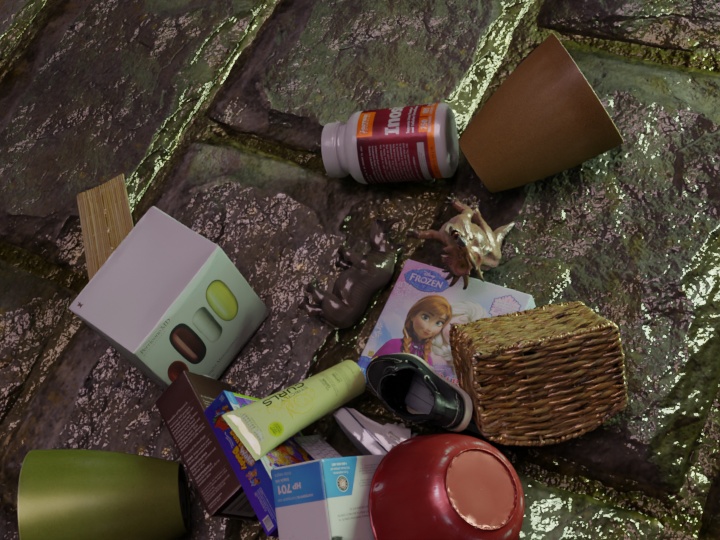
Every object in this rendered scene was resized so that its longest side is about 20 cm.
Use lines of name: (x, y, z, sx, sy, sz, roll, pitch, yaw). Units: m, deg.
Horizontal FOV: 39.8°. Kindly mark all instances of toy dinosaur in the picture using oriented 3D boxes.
toy dinosaur: (0.157, -0.032, 1.389, 0.136, 0.198, 0.086, 52, 122, 34)

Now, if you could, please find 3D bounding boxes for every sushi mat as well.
sushi mat: (-0.427, -0.069, 1.681, 0.095, 0.012, 0.202, -21, 57, 4)

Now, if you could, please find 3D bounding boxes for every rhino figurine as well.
rhino figurine: (0.000, 0.000, 1.464, 0.087, 0.060, 0.201, 37, 76, 12)

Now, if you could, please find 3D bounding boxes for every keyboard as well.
keyboard: (-0.008, 0.279, 1.312, 0.199, 0.056, 0.011, 37, 101, 32)

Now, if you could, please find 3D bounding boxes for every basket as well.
basket: (0.227, 0.135, 1.279, 0.197, 0.149, 0.145, -12, 101, -5)

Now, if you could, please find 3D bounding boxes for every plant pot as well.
plant pot: (-0.335, 0.322, 1.342, 0.197, 0.188, 0.189, -8, 57, -4)
plant pot: (0.248, -0.208, 1.445, 0.199, 0.186, 0.188, -34, 55, 13)

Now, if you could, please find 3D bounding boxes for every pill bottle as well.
pill bottle: (0.045, -0.192, 1.530, 0.197, 0.113, 0.114, -3, 60, 17)

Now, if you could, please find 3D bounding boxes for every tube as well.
tube: (-0.080, 0.178, 1.303, 0.199, 0.053, 0.058, -24, 17, -35)

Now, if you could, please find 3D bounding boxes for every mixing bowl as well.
mixing bowl: (0.118, 0.274, 1.178, 0.198, 0.109, 0.202, 12, 57, -19)

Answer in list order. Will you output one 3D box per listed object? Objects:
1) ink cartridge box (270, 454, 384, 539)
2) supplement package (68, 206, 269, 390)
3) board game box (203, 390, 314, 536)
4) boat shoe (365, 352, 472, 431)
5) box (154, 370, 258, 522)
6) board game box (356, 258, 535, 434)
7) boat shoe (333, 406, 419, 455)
ink cartridge box: (-0.023, 0.329, 1.191, 0.085, 0.146, 0.203, -15, 76, 31)
supplement package: (-0.270, 0.057, 1.442, 0.146, 0.200, 0.192, 28, 73, 30)
board game box: (-0.110, 0.256, 1.307, 0.045, 0.134, 0.201, -46, 55, 15)
boat shoe: (0.056, 0.151, 1.269, 0.199, 0.066, 0.075, 30, 104, 52)
box: (-0.193, 0.240, 1.361, 0.075, 0.100, 0.201, -43, 55, 14)
board game box: (0.114, 0.100, 1.379, 0.198, 0.041, 0.201, 16, 67, 26)
boat shoe: (0.051, 0.235, 1.308, 0.199, 0.072, 0.066, 35, 72, 31)
